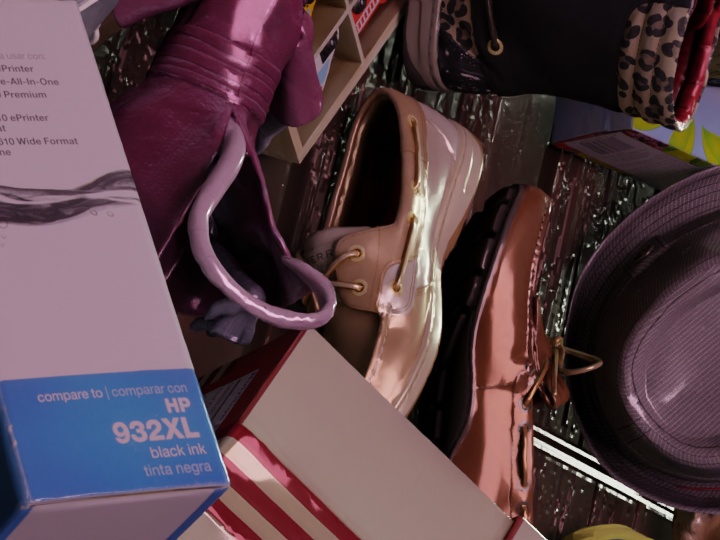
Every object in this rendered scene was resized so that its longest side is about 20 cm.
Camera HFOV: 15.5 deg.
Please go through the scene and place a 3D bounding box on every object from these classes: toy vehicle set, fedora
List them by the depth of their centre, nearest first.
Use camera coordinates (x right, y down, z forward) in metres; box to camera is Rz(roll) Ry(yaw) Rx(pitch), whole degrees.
[{"bbox_3d":[-0.006,-0.166,1.279,0.200,0.026,0.125,-57,147,-32],"label":"toy vehicle set"},{"bbox_3d":[0.201,0.035,1.376,0.199,0.090,0.177,-32,87,1],"label":"fedora"}]

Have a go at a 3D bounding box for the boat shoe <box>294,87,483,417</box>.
[{"bbox_3d":[0.000,0.000,1.274,0.069,0.074,0.201,38,51,-31],"label":"boat shoe"}]

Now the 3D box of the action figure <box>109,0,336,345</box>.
[{"bbox_3d":[-0.068,-0.080,1.120,0.134,0.149,0.201,24,77,-28],"label":"action figure"}]

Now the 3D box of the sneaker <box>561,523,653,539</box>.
[{"bbox_3d":[0.103,0.186,1.321,0.200,0.105,0.076,-38,110,-40],"label":"sneaker"}]

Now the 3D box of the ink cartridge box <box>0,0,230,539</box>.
[{"bbox_3d":[-0.138,0.022,0.956,0.083,0.145,0.201,-3,63,-34],"label":"ink cartridge box"}]

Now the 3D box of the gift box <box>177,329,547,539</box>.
[{"bbox_3d":[-0.039,0.156,1.145,0.187,0.200,0.185,44,60,-13],"label":"gift box"}]

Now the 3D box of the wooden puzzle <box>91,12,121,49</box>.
[{"bbox_3d":[-0.122,-0.215,1.209,0.200,0.037,0.186,-39,112,-34],"label":"wooden puzzle"}]

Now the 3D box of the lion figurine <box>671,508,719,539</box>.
[{"bbox_3d":[0.215,0.065,1.454,0.122,0.072,0.201,-13,92,-10],"label":"lion figurine"}]

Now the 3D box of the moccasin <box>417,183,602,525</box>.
[{"bbox_3d":[0.073,0.058,1.319,0.077,0.074,0.202,11,76,-17],"label":"moccasin"}]

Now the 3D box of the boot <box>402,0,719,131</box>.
[{"bbox_3d":[0.109,-0.174,1.292,0.073,0.153,0.205,-10,113,-61],"label":"boot"}]

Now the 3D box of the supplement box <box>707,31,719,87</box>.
[{"bbox_3d":[0.273,-0.174,1.368,0.199,0.199,0.135,3,81,-43],"label":"supplement box"}]

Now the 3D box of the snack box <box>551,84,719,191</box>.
[{"bbox_3d":[0.201,-0.125,1.478,0.199,0.068,0.170,20,72,-39],"label":"snack box"}]

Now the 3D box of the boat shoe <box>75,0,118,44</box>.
[{"bbox_3d":[-0.134,-0.117,1.069,0.200,0.073,0.062,-36,130,-47],"label":"boat shoe"}]
